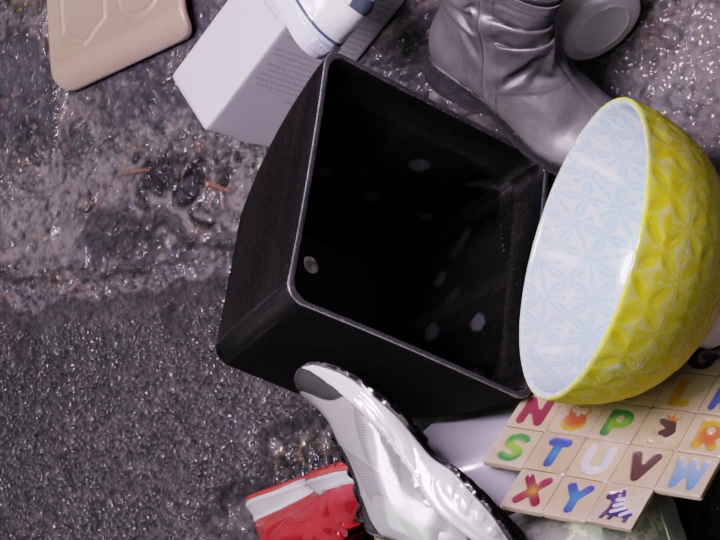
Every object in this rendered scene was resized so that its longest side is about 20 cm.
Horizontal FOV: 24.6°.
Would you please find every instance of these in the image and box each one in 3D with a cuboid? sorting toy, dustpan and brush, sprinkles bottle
[{"bbox_3d":[-0.231,-0.290,1.564,0.184,0.036,0.203,-17,77,37],"label":"sorting toy"},{"bbox_3d":[0.059,0.156,1.151,0.139,0.199,0.058,4,117,58],"label":"dustpan and brush"},{"bbox_3d":[0.130,-0.249,1.225,0.068,0.068,0.201,-44,58,26],"label":"sprinkles bottle"}]

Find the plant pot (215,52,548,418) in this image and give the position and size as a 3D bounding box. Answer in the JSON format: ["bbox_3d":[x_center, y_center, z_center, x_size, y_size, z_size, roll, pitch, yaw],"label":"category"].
[{"bbox_3d":[0.000,0.000,1.199,0.177,0.198,0.202,-34,40,48],"label":"plant pot"}]

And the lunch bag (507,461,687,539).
[{"bbox_3d":[0.152,0.234,1.100,0.199,0.117,0.166,-31,67,37],"label":"lunch bag"}]

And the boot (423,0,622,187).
[{"bbox_3d":[0.127,-0.146,1.144,0.198,0.070,0.132,28,146,15],"label":"boot"}]

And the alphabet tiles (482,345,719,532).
[{"bbox_3d":[0.178,0.089,1.087,0.165,0.006,0.200,4,44,41],"label":"alphabet tiles"}]

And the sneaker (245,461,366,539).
[{"bbox_3d":[-0.009,0.208,1.272,0.199,0.078,0.117,-28,74,54],"label":"sneaker"}]

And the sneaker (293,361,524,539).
[{"bbox_3d":[0.017,0.135,1.090,0.079,0.074,0.200,-46,62,2],"label":"sneaker"}]

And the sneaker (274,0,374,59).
[{"bbox_3d":[-0.046,-0.257,1.252,0.070,0.073,0.202,-34,72,20],"label":"sneaker"}]

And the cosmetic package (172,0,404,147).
[{"bbox_3d":[-0.052,-0.200,1.351,0.200,0.101,0.072,-49,56,22],"label":"cosmetic package"}]

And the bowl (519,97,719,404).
[{"bbox_3d":[0.190,-0.002,1.076,0.200,0.106,0.203,-165,90,-79],"label":"bowl"}]
